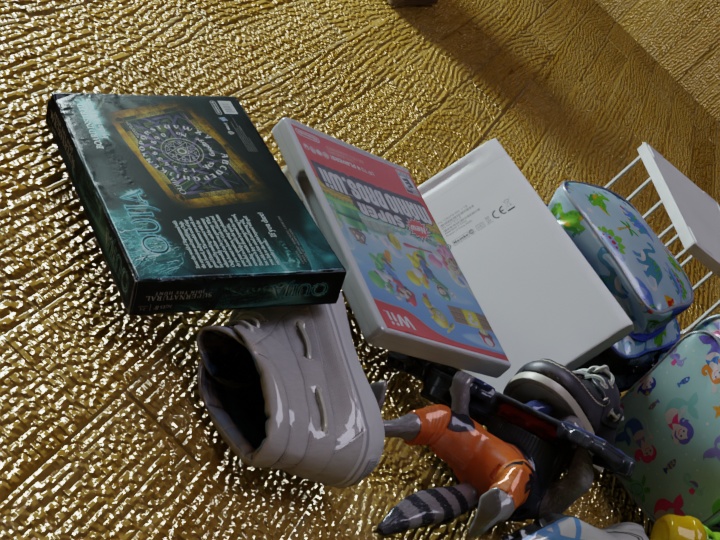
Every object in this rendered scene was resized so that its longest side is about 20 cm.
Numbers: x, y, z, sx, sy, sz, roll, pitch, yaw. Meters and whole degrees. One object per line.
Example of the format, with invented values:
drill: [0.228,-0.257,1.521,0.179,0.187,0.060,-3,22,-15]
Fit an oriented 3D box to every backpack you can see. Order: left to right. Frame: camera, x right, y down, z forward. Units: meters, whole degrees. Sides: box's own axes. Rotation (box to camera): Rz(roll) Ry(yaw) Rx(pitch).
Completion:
backpack: [0.206,0.019,1.104,0.184,0.147,0.200,55,24,18]
backpack: [0.303,0.153,1.006,0.150,0.178,0.201,11,38,-48]

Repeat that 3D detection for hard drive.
hard drive: [0.109,0.003,1.002,0.201,0.131,0.027,57,-1,26]

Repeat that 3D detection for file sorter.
file sorter: [0.349,-0.016,1.406,0.138,0.125,0.201,33,27,-26]

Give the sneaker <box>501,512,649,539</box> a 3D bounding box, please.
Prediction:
sneaker: [0.136,0.202,0.805,0.199,0.072,0.073,11,50,-45]

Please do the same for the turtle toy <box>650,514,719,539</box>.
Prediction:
turtle toy: [0.270,0.267,0.865,0.145,0.102,0.201,14,35,-12]

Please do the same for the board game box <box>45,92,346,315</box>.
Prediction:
board game box: [-0.109,-0.049,0.776,0.134,0.028,0.200,-2,39,-29]

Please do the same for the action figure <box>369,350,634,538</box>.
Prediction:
action figure: [0.069,0.123,0.836,0.199,0.105,0.193,25,4,36]

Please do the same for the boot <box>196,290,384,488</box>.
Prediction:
boot: [-0.058,0.038,0.751,0.095,0.074,0.201,19,32,-43]

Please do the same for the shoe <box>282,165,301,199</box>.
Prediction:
shoe: [0.000,0.000,0.939,0.200,0.053,0.070,51,-6,5]

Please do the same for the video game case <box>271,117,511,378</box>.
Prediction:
video game case: [0.021,-0.017,0.886,0.142,0.017,0.201,18,37,-45]

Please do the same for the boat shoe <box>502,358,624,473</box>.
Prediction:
boat shoe: [0.159,0.095,0.922,0.072,0.063,0.200,26,-12,27]

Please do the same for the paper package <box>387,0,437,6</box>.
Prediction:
paper package: [0.039,-0.457,1.638,0.200,0.103,0.190,48,26,6]
